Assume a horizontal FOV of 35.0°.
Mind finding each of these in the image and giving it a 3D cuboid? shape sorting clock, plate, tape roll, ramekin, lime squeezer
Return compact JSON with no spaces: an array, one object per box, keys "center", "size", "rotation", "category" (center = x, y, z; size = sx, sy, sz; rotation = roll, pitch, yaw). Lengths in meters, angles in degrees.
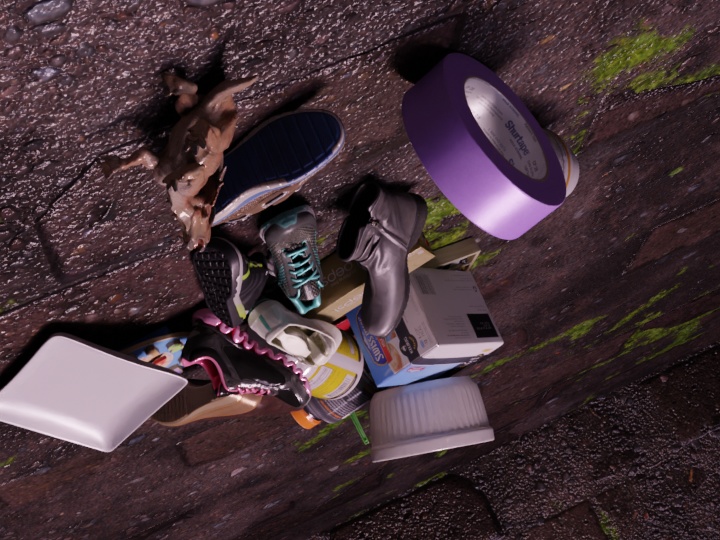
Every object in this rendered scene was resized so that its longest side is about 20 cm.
[{"center":[-0.305,0.139,1.568],"size":[0.197,0.040,0.201],"rotation":[-24,159,-9],"category":"shape sorting clock"},{"center":[-0.355,0.153,1.469],"size":[0.198,0.033,0.199],"rotation":[24,131,-35],"category":"plate"},{"center":[0.135,-0.135,1.232],"size":[0.065,0.202,0.199],"rotation":[-39,157,29],"category":"tape roll"},{"center":[0.105,0.232,1.796],"size":[0.196,0.107,0.200],"rotation":[-11,171,-2],"category":"ramekin"},{"center":[-0.037,0.241,2.129],"size":[0.037,0.071,0.201],"rotation":[-15,133,15],"category":"lime squeezer"}]

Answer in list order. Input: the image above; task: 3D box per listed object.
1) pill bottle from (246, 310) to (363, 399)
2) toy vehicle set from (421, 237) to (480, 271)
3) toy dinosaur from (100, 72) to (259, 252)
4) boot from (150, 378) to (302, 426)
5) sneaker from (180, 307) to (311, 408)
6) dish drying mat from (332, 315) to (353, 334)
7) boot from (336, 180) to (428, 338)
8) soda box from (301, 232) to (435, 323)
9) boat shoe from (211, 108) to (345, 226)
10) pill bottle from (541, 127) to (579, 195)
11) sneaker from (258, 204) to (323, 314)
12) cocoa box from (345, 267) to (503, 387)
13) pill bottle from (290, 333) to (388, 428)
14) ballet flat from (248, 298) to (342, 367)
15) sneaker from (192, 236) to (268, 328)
[{"center":[-0.085,0.122,1.692],"size":[0.110,0.113,0.199],"rotation":[-33,152,16],"category":"pill bottle"},{"center":[0.083,0.017,1.787],"size":[0.197,0.027,0.125],"rotation":[-20,159,-20],"category":"toy vehicle set"},{"center":[-0.153,-0.120,1.089],"size":[0.201,0.086,0.135],"rotation":[-54,162,20],"category":"toy dinosaur"},{"center":[-0.201,0.200,1.694],"size":[0.198,0.074,0.165],"rotation":[-13,159,35],"category":"boot"},{"center":[-0.158,0.140,1.534],"size":[0.079,0.199,0.096],"rotation":[-32,-153,55],"category":"sneaker"},{"center":[-0.039,0.119,1.892],"size":[0.076,0.018,0.200],"rotation":[-28,159,-2],"category":"dish drying mat"},{"center":[0.011,-0.013,1.468],"size":[0.131,0.069,0.204],"rotation":[3,100,-55],"category":"boot"},{"center":[0.000,0.000,1.587],"size":[0.198,0.065,0.068],"rotation":[-33,159,13],"category":"soda box"},{"center":[-0.096,-0.109,1.208],"size":[0.197,0.073,0.072],"rotation":[-24,167,19],"category":"boat shoe"},{"center":[0.199,-0.131,1.457],"size":[0.109,0.110,0.198],"rotation":[-40,156,32],"category":"pill bottle"},{"center":[-0.074,-0.010,1.427],"size":[0.077,0.092,0.201],"rotation":[-25,160,-8],"category":"sneaker"},{"center":[0.098,0.087,1.735],"size":[0.131,0.135,0.199],"rotation":[-35,159,30],"category":"cocoa box"},{"center":[-0.027,0.178,1.867],"size":[0.199,0.107,0.106],"rotation":[-36,158,16],"category":"pill bottle"},{"center":[-0.078,0.097,1.538],"size":[0.069,0.070,0.199],"rotation":[-33,148,17],"category":"ballet flat"},{"center":[-0.155,-0.003,1.412],"size":[0.083,0.071,0.201],"rotation":[-46,168,-21],"category":"sneaker"}]
